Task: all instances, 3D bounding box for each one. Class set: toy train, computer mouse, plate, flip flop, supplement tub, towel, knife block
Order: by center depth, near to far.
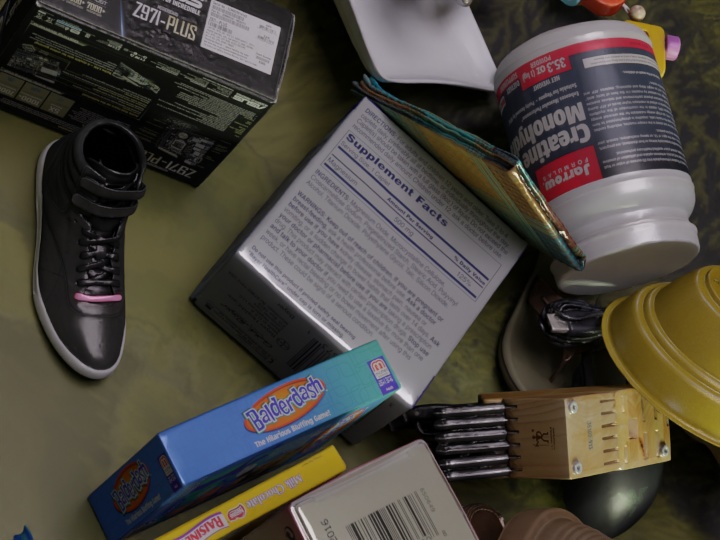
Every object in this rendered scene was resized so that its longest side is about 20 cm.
[{"bbox_3d":[0.127,0.129,1.703,0.199,0.175,0.064,-5,92,-46],"label":"knife block"},{"bbox_3d":[0.089,-0.080,1.720,0.022,0.200,0.147,-49,136,-9],"label":"towel"},{"bbox_3d":[0.212,0.123,1.760,0.138,0.053,0.201,3,86,-34],"label":"computer mouse"},{"bbox_3d":[0.199,-0.095,1.782,0.140,0.140,0.201,-4,70,-29],"label":"supplement tub"},{"bbox_3d":[0.175,0.036,1.811,0.081,0.058,0.201,31,57,-13],"label":"flip flop"},{"bbox_3d":[0.027,-0.240,1.837,0.200,0.032,0.200,-2,65,-55],"label":"plate"},{"bbox_3d":[0.203,-0.199,1.940,0.150,0.056,0.200,32,60,3],"label":"toy train"}]

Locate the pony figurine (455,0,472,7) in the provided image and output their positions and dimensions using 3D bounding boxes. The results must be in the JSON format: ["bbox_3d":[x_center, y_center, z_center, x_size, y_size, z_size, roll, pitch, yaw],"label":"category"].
[{"bbox_3d":[0.071,-0.312,1.813,0.194,0.166,0.200,69,16,2],"label":"pony figurine"}]

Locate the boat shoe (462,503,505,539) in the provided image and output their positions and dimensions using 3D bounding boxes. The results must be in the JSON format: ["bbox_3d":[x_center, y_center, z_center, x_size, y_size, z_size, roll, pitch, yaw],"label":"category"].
[{"bbox_3d":[0.104,0.274,1.656,0.074,0.075,0.204,10,64,-24],"label":"boat shoe"}]

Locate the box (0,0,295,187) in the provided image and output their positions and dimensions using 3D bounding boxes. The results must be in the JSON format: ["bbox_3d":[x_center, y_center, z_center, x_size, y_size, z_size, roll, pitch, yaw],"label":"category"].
[{"bbox_3d":[-0.176,-0.166,1.650,0.199,0.164,0.087,21,60,-18],"label":"box"}]

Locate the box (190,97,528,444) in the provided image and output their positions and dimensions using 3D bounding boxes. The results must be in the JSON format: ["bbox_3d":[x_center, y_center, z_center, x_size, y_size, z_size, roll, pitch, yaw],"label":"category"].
[{"bbox_3d":[0.000,0.000,1.705,0.184,0.105,0.200,42,56,-5],"label":"box"}]

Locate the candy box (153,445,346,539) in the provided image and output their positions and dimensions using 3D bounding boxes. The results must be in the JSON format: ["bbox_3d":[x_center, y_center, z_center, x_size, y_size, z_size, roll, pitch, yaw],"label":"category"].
[{"bbox_3d":[-0.109,0.193,1.562,0.199,0.102,0.027,-25,81,-35],"label":"candy box"}]

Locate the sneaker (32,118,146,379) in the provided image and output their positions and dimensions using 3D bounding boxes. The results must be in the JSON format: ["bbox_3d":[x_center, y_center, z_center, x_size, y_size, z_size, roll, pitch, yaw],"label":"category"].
[{"bbox_3d":[-0.201,-0.024,1.612,0.070,0.099,0.201,3,68,-29],"label":"sneaker"}]

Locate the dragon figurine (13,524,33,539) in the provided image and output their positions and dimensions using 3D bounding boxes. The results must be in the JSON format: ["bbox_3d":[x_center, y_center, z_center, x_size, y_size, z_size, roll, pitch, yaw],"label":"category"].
[{"bbox_3d":[-0.264,0.210,1.496,0.099,0.059,0.201,14,63,-22],"label":"dragon figurine"}]

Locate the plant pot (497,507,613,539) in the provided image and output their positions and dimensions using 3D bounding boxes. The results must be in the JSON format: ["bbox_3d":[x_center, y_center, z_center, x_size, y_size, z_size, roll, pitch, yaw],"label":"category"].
[{"bbox_3d":[0.177,0.279,1.626,0.201,0.092,0.202,24,62,-56],"label":"plant pot"}]

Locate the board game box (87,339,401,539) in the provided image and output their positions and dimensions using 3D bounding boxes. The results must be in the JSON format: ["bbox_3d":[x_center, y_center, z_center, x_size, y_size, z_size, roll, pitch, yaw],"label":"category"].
[{"bbox_3d":[-0.086,0.127,1.574,0.199,0.152,0.045,-21,79,-34],"label":"board game box"}]

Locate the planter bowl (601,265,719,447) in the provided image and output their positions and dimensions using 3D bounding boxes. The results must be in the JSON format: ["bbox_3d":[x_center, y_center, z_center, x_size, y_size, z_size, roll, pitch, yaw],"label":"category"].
[{"bbox_3d":[0.301,0.055,1.720,0.199,0.084,0.201,20,31,-13],"label":"planter bowl"}]

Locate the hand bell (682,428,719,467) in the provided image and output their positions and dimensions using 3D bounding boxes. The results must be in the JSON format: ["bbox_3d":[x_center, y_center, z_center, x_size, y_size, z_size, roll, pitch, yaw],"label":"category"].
[{"bbox_3d":[0.337,0.195,1.770,0.104,0.104,0.201,11,48,-24],"label":"hand bell"}]

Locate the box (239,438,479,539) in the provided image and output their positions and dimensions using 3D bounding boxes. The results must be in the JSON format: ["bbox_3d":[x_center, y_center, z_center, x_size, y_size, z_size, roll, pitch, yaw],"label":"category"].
[{"bbox_3d":[-0.019,0.219,1.538,0.127,0.200,0.109,-23,80,-34],"label":"box"}]
